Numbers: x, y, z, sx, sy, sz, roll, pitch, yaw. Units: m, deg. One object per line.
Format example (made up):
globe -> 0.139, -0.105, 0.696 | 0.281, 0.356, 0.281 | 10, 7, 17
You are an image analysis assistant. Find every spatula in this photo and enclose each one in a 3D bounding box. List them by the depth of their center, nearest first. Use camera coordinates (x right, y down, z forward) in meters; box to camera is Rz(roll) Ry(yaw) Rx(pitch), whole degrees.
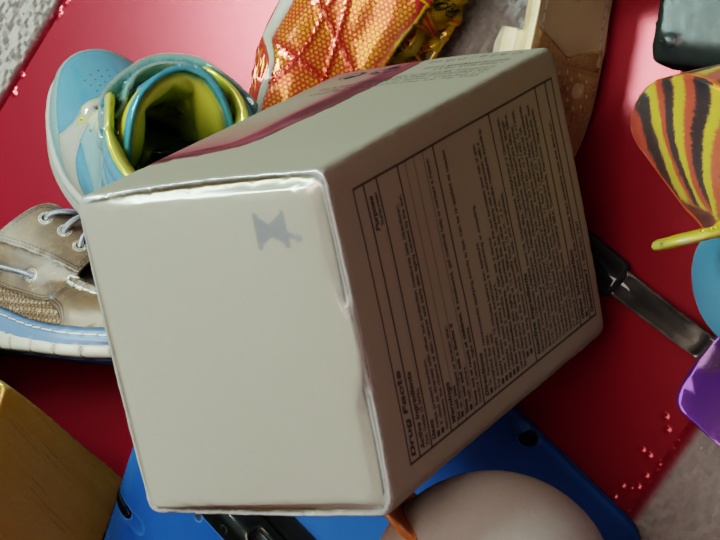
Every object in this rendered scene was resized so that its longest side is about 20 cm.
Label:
spatula -> 0.119, 0.013, 0.950 | 0.200, 0.021, 0.057 | 39, 92, 28

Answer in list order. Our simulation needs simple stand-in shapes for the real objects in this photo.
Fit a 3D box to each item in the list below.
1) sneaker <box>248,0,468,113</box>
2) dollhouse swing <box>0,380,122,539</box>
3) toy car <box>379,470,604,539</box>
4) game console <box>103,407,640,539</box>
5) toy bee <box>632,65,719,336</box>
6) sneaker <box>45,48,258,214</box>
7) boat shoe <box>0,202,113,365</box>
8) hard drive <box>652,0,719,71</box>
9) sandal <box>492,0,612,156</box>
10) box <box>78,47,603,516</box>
sneaker -> 0.004, -0.105, 0.994 | 0.077, 0.073, 0.200 | 16, 93, 29
dollhouse swing -> -0.250, 0.117, 1.062 | 0.200, 0.182, 0.176 | 25, 76, 27
toy car -> 0.070, 0.141, 0.861 | 0.184, 0.177, 0.200 | -44, 79, 7
game console -> -0.002, 0.130, 1.005 | 0.200, 0.118, 0.171 | 45, 136, 25
toy bee -> 0.187, -0.011, 0.864 | 0.200, 0.131, 0.109 | 46, 143, 7
sneaker -> -0.090, -0.064, 0.989 | 0.079, 0.131, 0.200 | -20, 49, -17
boat shoe -> -0.144, 0.006, 1.062 | 0.200, 0.072, 0.073 | 4, 85, 28
hard drive -> 0.223, -0.139, 0.903 | 0.200, 0.033, 0.140 | 11, 90, 28
sandal -> 0.106, -0.142, 0.938 | 0.070, 0.078, 0.212 | 14, 99, 41
box -> 0.000, 0.000, 0.877 | 0.109, 0.200, 0.128 | -4, 105, 31
